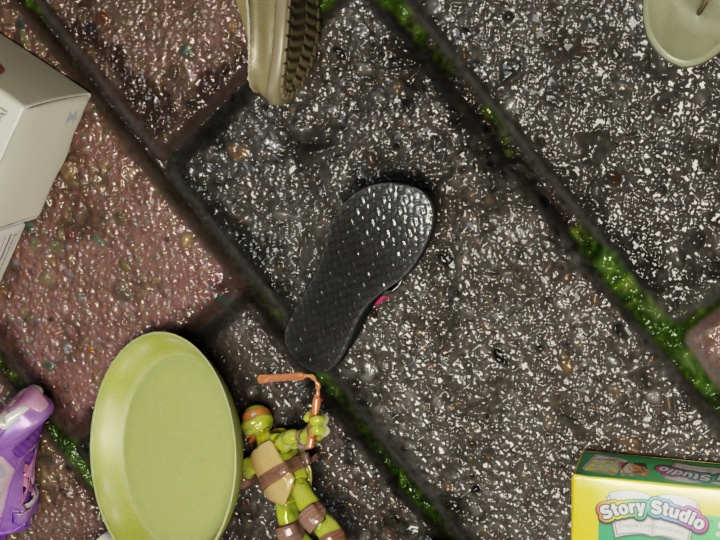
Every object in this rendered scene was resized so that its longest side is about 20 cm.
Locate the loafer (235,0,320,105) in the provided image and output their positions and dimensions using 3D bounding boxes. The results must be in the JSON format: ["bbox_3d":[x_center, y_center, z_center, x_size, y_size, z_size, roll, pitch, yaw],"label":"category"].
[{"bbox_3d":[-0.072,-0.229,0.994,0.066,0.076,0.203,3,94,19],"label":"loafer"}]

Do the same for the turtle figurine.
[{"bbox_3d":[-0.070,0.181,1.088,0.199,0.064,0.163,-34,75,35],"label":"turtle figurine"}]

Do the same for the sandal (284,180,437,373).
[{"bbox_3d":[0.000,0.000,1.040,0.075,0.045,0.201,42,126,12],"label":"sandal"}]

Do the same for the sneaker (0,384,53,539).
[{"bbox_3d":[-0.323,0.190,1.177,0.088,0.081,0.201,40,117,0],"label":"sneaker"}]

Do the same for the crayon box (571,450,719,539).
[{"bbox_3d":[0.262,0.237,0.989,0.197,0.058,0.175,3,102,18],"label":"crayon box"}]

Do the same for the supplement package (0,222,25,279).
[{"bbox_3d":[-0.395,-0.006,1.085,0.113,0.200,0.110,34,110,10],"label":"supplement package"}]

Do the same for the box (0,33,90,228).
[{"bbox_3d":[-0.352,-0.140,1.089,0.199,0.109,0.129,33,110,10],"label":"box"}]

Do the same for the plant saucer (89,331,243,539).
[{"bbox_3d":[-0.160,0.153,1.096,0.198,0.031,0.203,-3,86,44],"label":"plant saucer"}]

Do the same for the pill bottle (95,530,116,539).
[{"bbox_3d":[-0.170,0.322,1.130,0.199,0.112,0.113,38,111,7],"label":"pill bottle"}]

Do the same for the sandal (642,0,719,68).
[{"bbox_3d":[0.260,-0.233,0.882,0.079,0.057,0.202,37,111,8],"label":"sandal"}]
